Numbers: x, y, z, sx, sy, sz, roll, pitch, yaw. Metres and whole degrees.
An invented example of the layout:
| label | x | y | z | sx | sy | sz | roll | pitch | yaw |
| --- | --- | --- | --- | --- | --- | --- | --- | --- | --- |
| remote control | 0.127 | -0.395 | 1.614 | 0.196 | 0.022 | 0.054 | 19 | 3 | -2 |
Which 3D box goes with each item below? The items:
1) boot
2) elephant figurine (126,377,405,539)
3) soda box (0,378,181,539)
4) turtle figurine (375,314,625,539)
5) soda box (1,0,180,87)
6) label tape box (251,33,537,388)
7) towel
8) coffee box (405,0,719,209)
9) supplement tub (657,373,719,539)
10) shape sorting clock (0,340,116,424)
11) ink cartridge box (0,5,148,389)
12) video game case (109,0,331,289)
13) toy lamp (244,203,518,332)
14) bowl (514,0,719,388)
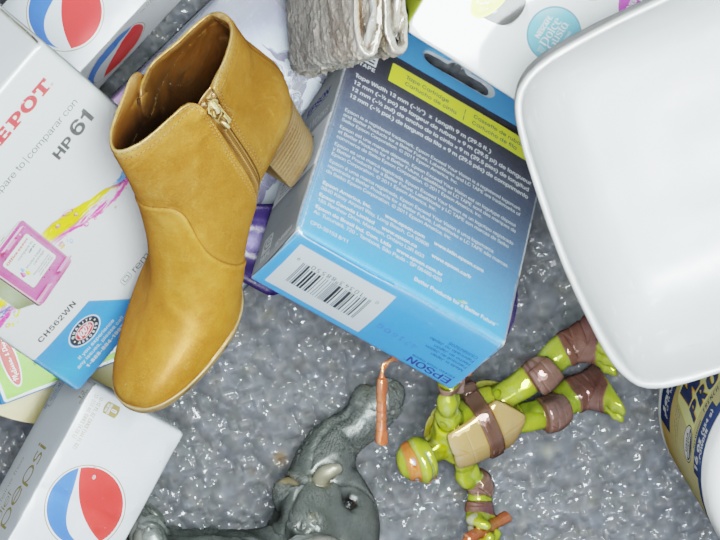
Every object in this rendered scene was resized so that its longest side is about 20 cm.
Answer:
| label | x | y | z | sx | sy | sz | roll | pitch | yaw |
| --- | --- | --- | --- | --- | --- | --- | --- | --- | --- |
| boot | -0.104 | -0.032 | 1.156 | 0.070 | 0.144 | 0.202 | 25 | 81 | 29 |
| elephant figurine | -0.042 | 0.185 | 1.352 | 0.199 | 0.142 | 0.156 | -15 | 134 | -16 |
| soda box | -0.190 | 0.165 | 1.289 | 0.068 | 0.064 | 0.201 | 31 | 85 | -24 |
| turtle figurine | 0.086 | 0.102 | 1.354 | 0.160 | 0.064 | 0.201 | -25 | 124 | -9 |
| soda box | -0.190 | -0.124 | 1.266 | 0.064 | 0.068 | 0.200 | 42 | 88 | 4 |
| label tape box | 0.030 | -0.050 | 1.285 | 0.143 | 0.201 | 0.066 | 28 | 138 | -15 |
| towel | -0.015 | -0.179 | 1.207 | 0.034 | 0.200 | 0.134 | -3 | 92 | -14 |
| coffee box | 0.146 | -0.185 | 1.224 | 0.197 | 0.200 | 0.200 | 31 | 100 | -11 |
| supplement tub | 0.261 | 0.094 | 1.301 | 0.143 | 0.200 | 0.146 | -1 | 104 | -3 |
| shape sorting clock | -0.191 | -0.004 | 1.332 | 0.198 | 0.039 | 0.202 | -1 | 97 | -12 |
| ink cartridge box | -0.189 | -0.043 | 1.195 | 0.145 | 0.085 | 0.200 | -50 | 140 | -1 |
| video game case | -0.085 | -0.075 | 1.316 | 0.200 | 0.019 | 0.143 | -44 | 103 | -2 |
| toy lamp | 0.000 | 0.000 | 1.312 | 0.199 | 0.058 | 0.059 | 14 | 103 | -25 |
| bowl | 0.188 | -0.059 | 1.120 | 0.199 | 0.075 | 0.201 | -23 | 106 | 2 |
